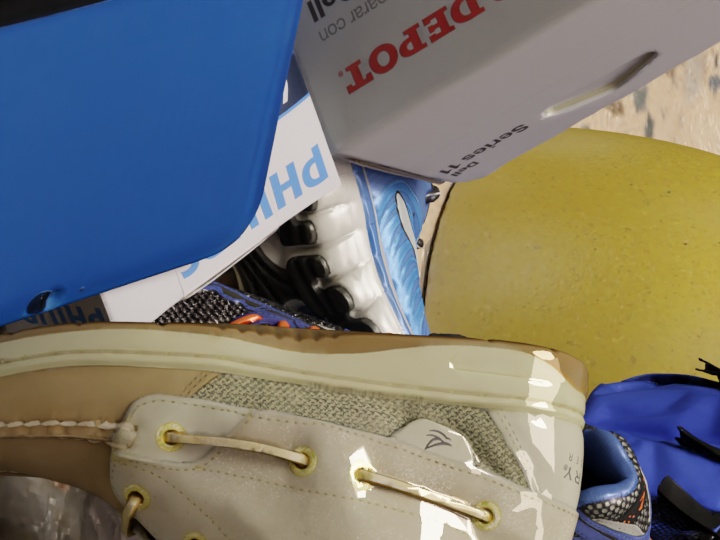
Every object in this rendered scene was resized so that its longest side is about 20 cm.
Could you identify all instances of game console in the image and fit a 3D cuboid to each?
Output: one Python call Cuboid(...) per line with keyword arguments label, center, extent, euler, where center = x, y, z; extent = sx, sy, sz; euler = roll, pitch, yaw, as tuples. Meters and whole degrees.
Cuboid(label="game console", center=(-0.115, -0.080, 0.753), extent=(0.200, 0.118, 0.171), euler=(-19, 77, -39))

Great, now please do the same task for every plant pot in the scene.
Cuboid(label="plant pot", center=(0.135, 0.037, 1.124), extent=(0.200, 0.142, 0.201), euler=(11, 77, -58))

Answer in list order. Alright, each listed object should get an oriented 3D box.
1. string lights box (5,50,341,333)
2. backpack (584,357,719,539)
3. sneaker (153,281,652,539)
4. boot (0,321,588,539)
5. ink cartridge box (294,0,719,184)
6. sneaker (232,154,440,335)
Cuboid(label="string lights box", center=(-0.086, -0.090, 0.831), extent=(0.103, 0.059, 0.200), euler=(-37, 119, -37))
Cuboid(label="backpack", center=(0.140, 0.126, 0.958), extent=(0.168, 0.200, 0.163), euler=(-59, 144, -28))
Cuboid(label="sneaker", center=(0.003, 0.043, 0.875), extent=(0.078, 0.200, 0.075), euler=(106, 6, -56))
Cuboid(label="boot", center=(-0.037, 0.096, 0.785), extent=(0.072, 0.199, 0.155), euler=(96, -5, -78))
Cuboid(label="ink cartridge box", center=(0.032, -0.148, 0.914), extent=(0.083, 0.146, 0.200), euler=(7, 56, -59))
Cuboid(label="sneaker", center=(0.000, 0.000, 0.967), extent=(0.089, 0.078, 0.200), euler=(-37, 117, -52))
